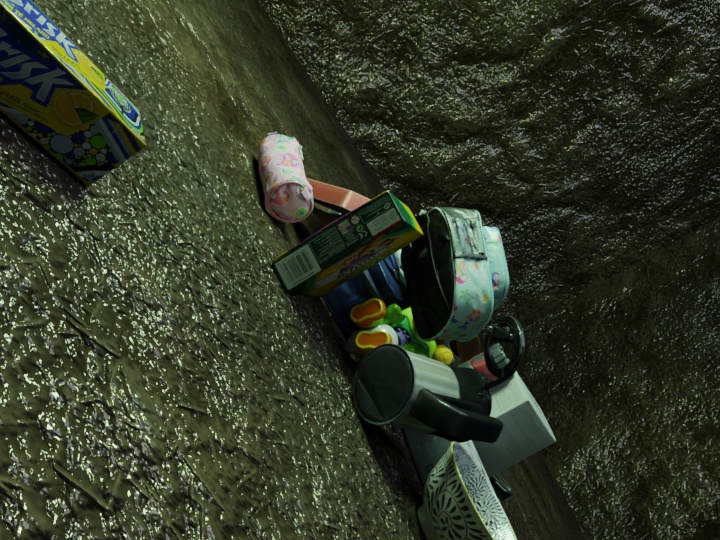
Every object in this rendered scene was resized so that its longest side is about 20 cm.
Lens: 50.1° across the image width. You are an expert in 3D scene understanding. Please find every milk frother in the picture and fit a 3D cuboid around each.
[{"bbox_3d":[0.124,0.144,1.122,0.188,0.180,0.201,22,76,-43],"label":"milk frother"}]

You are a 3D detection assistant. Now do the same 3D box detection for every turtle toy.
[{"bbox_3d":[0.078,0.117,1.449,0.200,0.101,0.146,61,-14,-19],"label":"turtle toy"}]

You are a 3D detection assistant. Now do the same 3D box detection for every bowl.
[{"bbox_3d":[0.142,0.354,1.091,0.201,0.094,0.201,57,9,-15],"label":"bowl"}]

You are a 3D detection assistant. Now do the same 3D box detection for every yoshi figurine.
[{"bbox_3d":[0.056,0.122,1.229,0.112,0.112,0.200,32,-14,29],"label":"yoshi figurine"}]

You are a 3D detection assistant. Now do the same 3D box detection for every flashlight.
[{"bbox_3d":[0.191,0.213,1.459,0.068,0.200,0.068,62,10,24],"label":"flashlight"}]

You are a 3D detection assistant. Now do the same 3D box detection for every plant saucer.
[{"bbox_3d":[-0.009,-0.116,1.407,0.200,0.037,0.199,20,2,-38],"label":"plant saucer"}]

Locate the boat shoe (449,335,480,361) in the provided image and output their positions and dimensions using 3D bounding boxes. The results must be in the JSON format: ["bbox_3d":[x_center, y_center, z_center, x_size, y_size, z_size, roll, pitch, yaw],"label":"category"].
[{"bbox_3d":[0.193,0.096,1.512,0.070,0.070,0.200,55,-20,41],"label":"boat shoe"}]

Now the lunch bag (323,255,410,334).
[{"bbox_3d":[0.000,0.000,1.340,0.200,0.132,0.136,62,10,18],"label":"lunch bag"}]

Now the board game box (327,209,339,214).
[{"bbox_3d":[0.022,-0.061,1.646,0.195,0.056,0.200,30,18,-14],"label":"board game box"}]

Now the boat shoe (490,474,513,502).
[{"bbox_3d":[0.247,0.395,1.605,0.200,0.062,0.075,59,11,3],"label":"boat shoe"}]

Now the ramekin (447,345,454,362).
[{"bbox_3d":[0.124,0.116,1.649,0.202,0.094,0.203,-20,90,-86],"label":"ramekin"}]

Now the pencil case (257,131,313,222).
[{"bbox_3d":[-0.130,-0.164,1.324,0.087,0.087,0.200,52,12,-34],"label":"pencil case"}]

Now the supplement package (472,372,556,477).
[{"bbox_3d":[0.244,0.300,1.458,0.117,0.200,0.117,55,10,-22],"label":"supplement package"}]

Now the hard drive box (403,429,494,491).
[{"bbox_3d":[0.138,0.293,1.316,0.156,0.077,0.200,51,12,-43],"label":"hard drive box"}]

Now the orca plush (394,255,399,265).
[{"bbox_3d":[0.021,0.027,1.473,0.105,0.071,0.200,44,-24,-12],"label":"orca plush"}]

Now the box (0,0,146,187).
[{"bbox_3d":[-0.271,-0.164,0.638,0.200,0.070,0.064,49,11,-47],"label":"box"}]

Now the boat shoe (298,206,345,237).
[{"bbox_3d":[-0.062,-0.086,1.458,0.200,0.076,0.072,47,15,-51],"label":"boat shoe"}]

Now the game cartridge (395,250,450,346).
[{"bbox_3d":[0.112,0.058,1.491,0.200,0.041,0.133,54,-18,14],"label":"game cartridge"}]

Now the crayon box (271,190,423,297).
[{"bbox_3d":[-0.013,-0.034,1.167,0.058,0.200,0.173,61,10,11],"label":"crayon box"}]

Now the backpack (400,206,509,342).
[{"bbox_3d":[0.152,0.018,1.264,0.150,0.178,0.201,8,60,-20],"label":"backpack"}]
